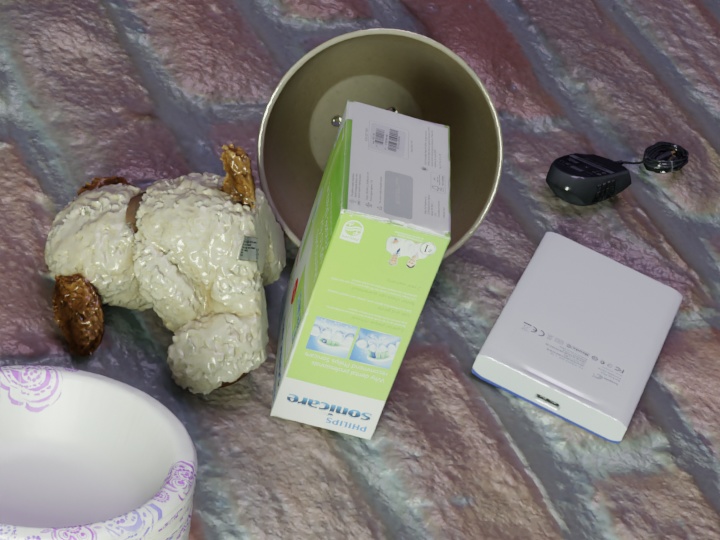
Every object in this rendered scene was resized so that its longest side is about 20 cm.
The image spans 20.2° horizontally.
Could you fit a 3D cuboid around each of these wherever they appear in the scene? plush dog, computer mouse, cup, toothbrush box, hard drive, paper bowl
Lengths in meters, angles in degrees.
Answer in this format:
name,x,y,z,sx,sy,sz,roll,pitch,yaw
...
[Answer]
name,x,y,z,sx,sy,sz,roll,pitch,yaw
plush dog,-0.156,-0.018,1.531,0.170,0.161,0.201,-3,37,8
computer mouse,0.242,-0.090,1.888,0.199,0.034,0.058,-13,31,-43
cup,0.011,-0.106,1.688,0.199,0.202,0.143,15,10,-7
toothbrush box,0.000,0.000,1.514,0.085,0.201,0.146,13,37,-7
hard drive,0.183,0.052,1.680,0.131,0.025,0.200,26,37,7
paper bowl,-0.207,0.153,1.288,0.199,0.105,0.201,7,29,-4
